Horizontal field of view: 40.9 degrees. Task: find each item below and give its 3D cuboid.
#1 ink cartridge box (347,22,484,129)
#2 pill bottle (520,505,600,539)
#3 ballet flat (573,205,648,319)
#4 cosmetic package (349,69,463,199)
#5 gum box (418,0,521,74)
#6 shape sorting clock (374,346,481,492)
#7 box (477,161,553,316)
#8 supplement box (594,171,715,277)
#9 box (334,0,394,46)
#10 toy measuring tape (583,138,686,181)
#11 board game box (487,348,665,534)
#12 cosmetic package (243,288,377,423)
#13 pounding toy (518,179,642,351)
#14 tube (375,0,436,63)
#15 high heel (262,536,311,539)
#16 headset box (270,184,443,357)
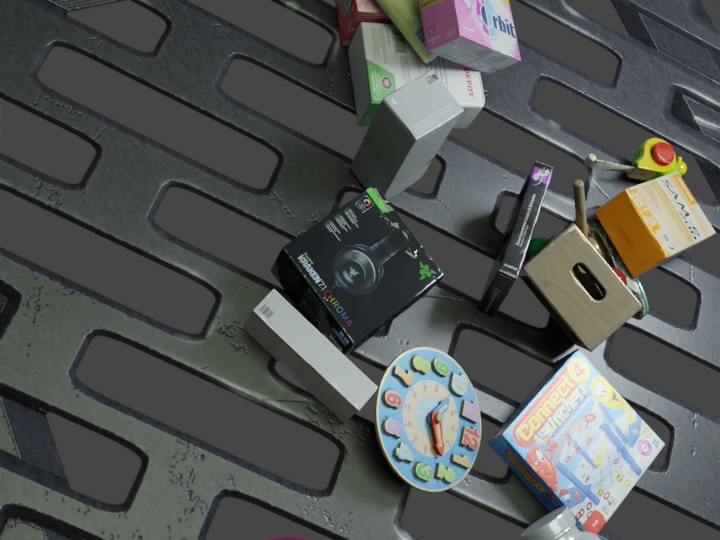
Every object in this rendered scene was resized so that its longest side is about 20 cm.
[{"bbox_3d":[0.089,-0.315,1.573,0.196,0.084,0.148,-1,70,-18],"label":"ink cartridge box"},{"bbox_3d":[0.307,0.436,1.334,0.111,0.112,0.202,-27,80,-25],"label":"pill bottle"},{"bbox_3d":[0.395,-0.007,1.562,0.071,0.072,0.204,-11,68,-21],"label":"ballet flat"},{"bbox_3d":[0.065,-0.197,1.455,0.106,0.200,0.091,-34,81,-25],"label":"cosmetic package"},{"bbox_3d":[0.173,-0.387,1.507,0.198,0.065,0.116,3,75,-52],"label":"gum box"},{"bbox_3d":[0.100,0.210,1.372,0.197,0.039,0.205,13,71,-39],"label":"shape sorting clock"},{"bbox_3d":[0.237,-0.047,1.483,0.035,0.144,0.203,20,63,3],"label":"box"},{"bbox_3d":[0.484,-0.079,1.576,0.198,0.073,0.128,-19,75,-47],"label":"supplement box"},{"bbox_3d":[0.066,-0.439,1.605,0.196,0.103,0.097,-3,70,-20],"label":"box"},{"bbox_3d":[0.474,-0.197,1.660,0.196,0.074,0.075,8,67,-15],"label":"toy measuring tape"},{"bbox_3d":[0.323,0.258,1.440,0.196,0.056,0.200,47,63,3],"label":"board game box"},{"bbox_3d":[-0.071,0.121,1.354,0.200,0.083,0.051,43,61,2],"label":"cosmetic package"},{"bbox_3d":[0.324,-0.006,1.442,0.142,0.184,0.201,-40,87,3],"label":"pounding toy"},{"bbox_3d":[0.063,-0.422,1.520,0.201,0.052,0.058,53,29,0],"label":"tube"},{"bbox_3d":[-0.047,0.385,1.250,0.196,0.096,0.068,22,64,-9],"label":"high heel"},{"bbox_3d":[0.000,0.000,1.417,0.199,0.093,0.175,-34,83,-26],"label":"headset box"}]
